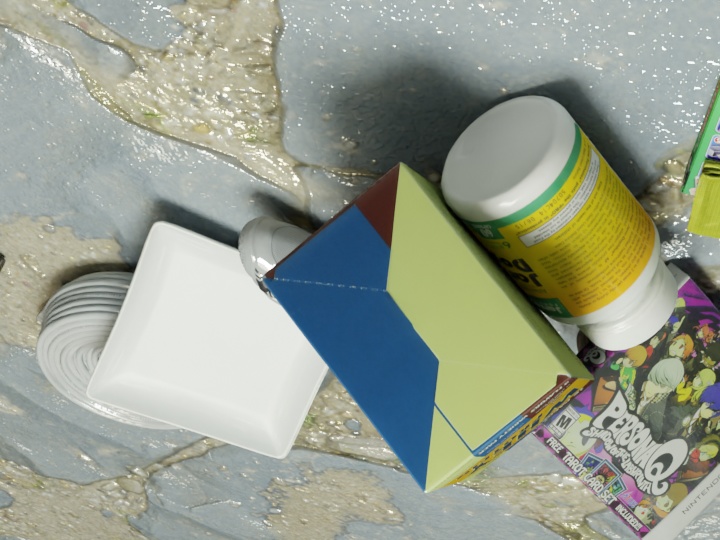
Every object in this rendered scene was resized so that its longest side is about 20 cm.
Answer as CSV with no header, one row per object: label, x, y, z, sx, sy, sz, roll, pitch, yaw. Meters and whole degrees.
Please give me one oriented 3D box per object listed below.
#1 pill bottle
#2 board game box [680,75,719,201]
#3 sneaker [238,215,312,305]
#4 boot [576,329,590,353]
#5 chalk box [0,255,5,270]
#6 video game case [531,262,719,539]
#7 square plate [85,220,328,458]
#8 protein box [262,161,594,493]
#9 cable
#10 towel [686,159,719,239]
pill bottle,0.158,-0.029,1.320,0.113,0.113,0.200,-13,135,37
board game box,0.344,-0.081,1.241,0.200,0.029,0.135,15,145,5
sneaker,0.000,0.000,1.468,0.200,0.075,0.115,32,142,-28
boot,0.213,0.123,1.542,0.200,0.070,0.146,38,141,-28
chalk box,-0.463,-0.002,1.626,0.200,0.124,0.124,38,140,-25
video game case,0.254,0.119,1.448,0.200,0.181,0.036,45,180,-32
square plate,-0.125,0.062,1.572,0.200,0.028,0.198,19,117,-13
protein box,0.057,0.047,1.308,0.199,0.135,0.200,52,-173,11
cable,-0.213,0.079,1.670,0.200,0.069,0.200,27,144,-13
towel,0.344,-0.032,1.269,0.200,0.018,0.086,12,145,9
